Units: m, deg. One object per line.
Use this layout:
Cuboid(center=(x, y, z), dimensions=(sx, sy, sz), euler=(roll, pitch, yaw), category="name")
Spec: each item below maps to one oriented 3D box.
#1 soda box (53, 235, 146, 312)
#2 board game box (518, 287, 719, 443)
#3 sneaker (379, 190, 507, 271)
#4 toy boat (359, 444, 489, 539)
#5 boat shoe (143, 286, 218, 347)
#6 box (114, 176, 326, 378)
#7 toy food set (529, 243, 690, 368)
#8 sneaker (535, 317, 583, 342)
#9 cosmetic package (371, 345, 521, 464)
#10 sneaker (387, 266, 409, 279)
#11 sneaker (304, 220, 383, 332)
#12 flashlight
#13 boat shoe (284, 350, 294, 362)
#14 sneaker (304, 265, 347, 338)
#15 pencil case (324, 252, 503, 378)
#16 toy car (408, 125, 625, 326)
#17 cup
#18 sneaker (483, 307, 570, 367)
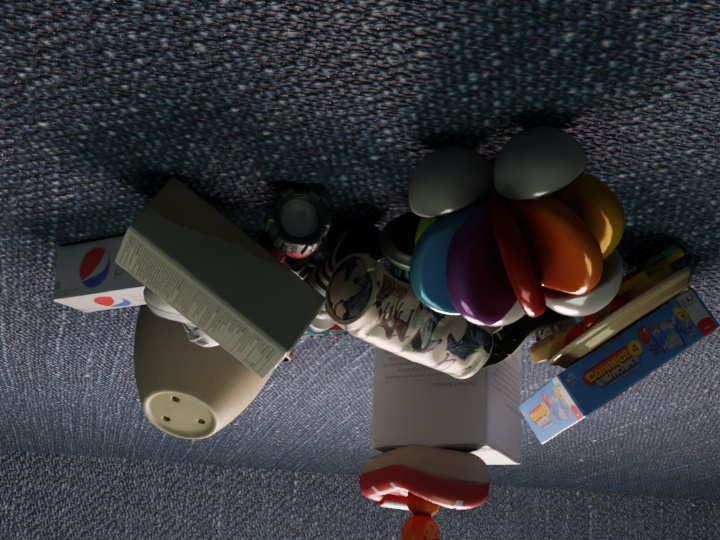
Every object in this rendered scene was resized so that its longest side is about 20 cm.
Cuboid(center=(-0.263, 0.000, 1.342), dimensions=(0.198, 0.069, 0.064), euler=(-8, 160, 30), category="soda box")
Cuboid(center=(0.300, 0.117, 1.371), dimensions=(0.195, 0.056, 0.200), euler=(-30, 168, -14), category="board game box")
Cuboid(center=(0.116, -0.053, 1.144), dimensions=(0.198, 0.076, 0.106), euler=(-4, 156, 1), category="sneaker")
Cuboid(center=(0.081, 0.299, 1.480), dimensions=(0.129, 0.132, 0.200), euler=(12, 159, -22), category="toy boat")
Cuboid(center=(-0.157, 0.053, 1.274), dimensions=(0.199, 0.069, 0.072), euler=(7, -154, -48), category="boat shoe")
Cuboid(center=(-0.142, 0.010, 1.169), dimensions=(0.199, 0.078, 0.095), euler=(39, 150, -4), category="box")
Cuboid(center=(0.292, 0.046, 1.325), dimensions=(0.197, 0.049, 0.200), euler=(-30, 168, -15), category="toy food set")
Cuboid(center=(0.277, 0.094, 1.558), dimensions=(0.077, 0.083, 0.200), euler=(-8, 161, 30), category="sneaker")
Cuboid(center=(0.120, 0.154, 1.571), dimensions=(0.163, 0.202, 0.165), euler=(-5, 162, 24), category="cosmetic package")
Cuboid(center=(0.068, 0.018, 1.334), dimensions=(0.090, 0.078, 0.200), euler=(-3, 162, -7), category="sneaker")
Cuboid(center=(0.000, 0.000, 1.299), dimensions=(0.115, 0.076, 0.200), euler=(-46, 174, 19), category="sneaker")
Cuboid(center=(-0.079, -0.032, 1.238), dimensions=(0.067, 0.068, 0.200), euler=(1, 168, -12), category="flashlight")
Cuboid(center=(-0.177, 0.088, 1.604), dimensions=(0.200, 0.076, 0.075), euler=(10, 161, -24), category="boat shoe")
Cuboid(center=(-0.070, 0.027, 1.380), dimensions=(0.198, 0.096, 0.079), euler=(-7, -149, -27), category="sneaker")
Cuboid(center=(0.054, 0.047, 1.219), dimensions=(0.199, 0.078, 0.090), euler=(25, 113, -36), category="pencil case")
Cuboid(center=(0.128, -0.016, 1.019), dimensions=(0.198, 0.150, 0.176), euler=(-9, 121, 33), category="toy car")
Cuboid(center=(-0.215, 0.133, 1.510), dimensions=(0.198, 0.144, 0.201), euler=(8, 138, 7), category="cup")
Cuboid(center=(0.178, 0.062, 1.390), dimensions=(0.199, 0.075, 0.079), euler=(-26, 175, -5), category="sneaker")
